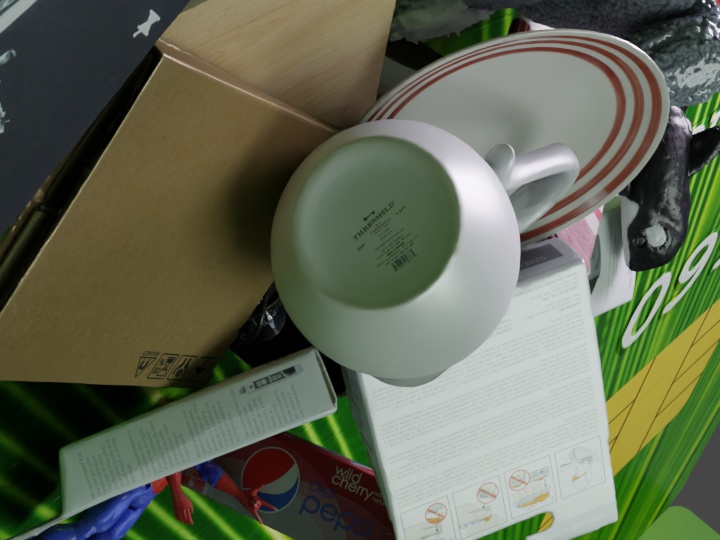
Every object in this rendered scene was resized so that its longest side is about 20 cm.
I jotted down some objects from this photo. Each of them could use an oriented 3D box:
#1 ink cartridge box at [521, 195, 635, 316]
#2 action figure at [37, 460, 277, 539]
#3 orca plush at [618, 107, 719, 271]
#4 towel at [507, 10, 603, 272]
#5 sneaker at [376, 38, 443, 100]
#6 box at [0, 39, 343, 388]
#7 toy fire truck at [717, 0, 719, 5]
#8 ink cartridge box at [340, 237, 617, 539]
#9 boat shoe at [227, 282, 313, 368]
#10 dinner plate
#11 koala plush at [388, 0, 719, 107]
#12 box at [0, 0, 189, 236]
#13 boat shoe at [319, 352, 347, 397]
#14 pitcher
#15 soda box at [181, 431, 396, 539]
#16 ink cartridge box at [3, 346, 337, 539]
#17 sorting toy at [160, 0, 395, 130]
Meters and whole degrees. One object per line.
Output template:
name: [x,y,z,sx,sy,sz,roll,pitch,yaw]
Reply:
ink cartridge box: [0.098,-0.009,1.001,0.199,0.146,0.087,-18,114,-52]
action figure: [-0.138,0.168,0.912,0.200,0.099,0.065,-49,157,-13]
orca plush: [0.230,-0.101,0.982,0.105,0.070,0.203,32,63,-66]
towel: [0.132,-0.115,0.912,0.144,0.022,0.202,51,45,-37]
sneaker: [0.034,-0.096,0.867,0.085,0.073,0.199,-50,154,14]
box: [-0.088,-0.016,0.645,0.164,0.021,0.199,-55,157,10]
toy fire truck: [0.225,-0.182,1.128,0.199,0.049,0.142,-23,143,-48]
ink cartridge box: [0.079,0.096,0.878,0.160,0.050,0.202,-18,119,-12]
boat shoe: [-0.072,0.020,0.848,0.070,0.066,0.200,-46,157,-12]
dinner plate: [0.078,-0.071,0.777,0.197,0.025,0.201,-12,149,-7]
koala plush: [0.103,-0.197,0.781,0.198,0.184,0.180,-9,124,-30]
box: [-0.163,-0.111,0.420,0.197,0.124,0.200,-50,157,1]
boat shoe: [0.000,0.000,0.873,0.072,0.071,0.202,-45,142,-40]
pitcher: [0.042,-0.020,0.701,0.171,0.121,0.200,-44,165,1]
soda box: [-0.025,0.161,0.964,0.064,0.198,0.070,-67,157,-4]
ink cartridge box: [-0.118,0.103,0.794,0.198,0.041,0.200,-22,175,-10]
sorting toy: [-0.079,-0.082,0.683,0.199,0.069,0.200,-33,151,-35]
